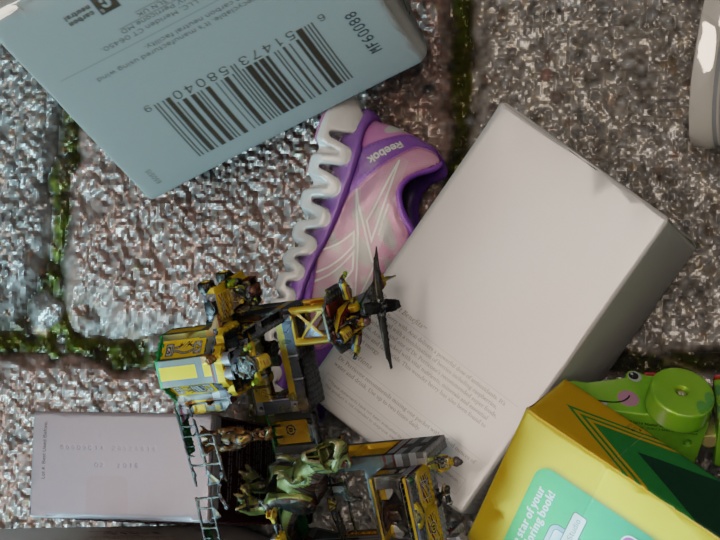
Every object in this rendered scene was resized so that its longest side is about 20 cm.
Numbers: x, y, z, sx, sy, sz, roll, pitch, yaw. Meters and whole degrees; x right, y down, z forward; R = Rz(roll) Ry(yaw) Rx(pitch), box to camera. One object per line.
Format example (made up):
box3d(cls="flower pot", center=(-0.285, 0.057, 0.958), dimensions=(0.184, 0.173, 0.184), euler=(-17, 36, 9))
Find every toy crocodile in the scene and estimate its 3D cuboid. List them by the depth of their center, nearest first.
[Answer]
box3d(cls="toy crocodile", center=(0.206, 0.084, 1.232), dimensions=(0.198, 0.068, 0.062), euler=(3, 42, -3))

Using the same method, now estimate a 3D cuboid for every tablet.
box3d(cls="tablet", center=(-0.115, 0.166, 1.254), dimensions=(0.130, 0.199, 0.014), euler=(18, 101, 51))

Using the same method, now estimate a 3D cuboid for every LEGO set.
box3d(cls="LEGO set", center=(-0.015, 0.094, 1.154), dimensions=(0.115, 0.154, 0.202), euler=(-8, 93, 25))

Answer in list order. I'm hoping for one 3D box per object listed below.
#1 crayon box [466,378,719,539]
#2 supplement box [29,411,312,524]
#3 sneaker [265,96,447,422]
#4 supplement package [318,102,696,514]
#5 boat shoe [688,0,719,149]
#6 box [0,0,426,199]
box3d(cls="crayon box", center=(0.134, 0.190, 1.199), dimensions=(0.172, 0.058, 0.201), euler=(34, 120, 20))
box3d(cls="supplement box", center=(-0.103, 0.116, 1.271), dimensions=(0.108, 0.200, 0.061), euler=(0, 84, 15))
box3d(cls="sneaker", center=(0.000, 0.000, 1.324), dimensions=(0.088, 0.080, 0.202), euler=(15, 87, 9))
box3d(cls="supplement package", center=(0.084, 0.027, 1.272), dimensions=(0.121, 0.120, 0.201), euler=(37, 94, 18))
box3d(cls="boat shoe", center=(0.243, -0.163, 1.282), dimensions=(0.068, 0.072, 0.202), euler=(16, 78, 19))
box3d(cls="box", center=(-0.101, -0.192, 1.287), dimensions=(0.198, 0.200, 0.172), euler=(-26, 52, 12))
